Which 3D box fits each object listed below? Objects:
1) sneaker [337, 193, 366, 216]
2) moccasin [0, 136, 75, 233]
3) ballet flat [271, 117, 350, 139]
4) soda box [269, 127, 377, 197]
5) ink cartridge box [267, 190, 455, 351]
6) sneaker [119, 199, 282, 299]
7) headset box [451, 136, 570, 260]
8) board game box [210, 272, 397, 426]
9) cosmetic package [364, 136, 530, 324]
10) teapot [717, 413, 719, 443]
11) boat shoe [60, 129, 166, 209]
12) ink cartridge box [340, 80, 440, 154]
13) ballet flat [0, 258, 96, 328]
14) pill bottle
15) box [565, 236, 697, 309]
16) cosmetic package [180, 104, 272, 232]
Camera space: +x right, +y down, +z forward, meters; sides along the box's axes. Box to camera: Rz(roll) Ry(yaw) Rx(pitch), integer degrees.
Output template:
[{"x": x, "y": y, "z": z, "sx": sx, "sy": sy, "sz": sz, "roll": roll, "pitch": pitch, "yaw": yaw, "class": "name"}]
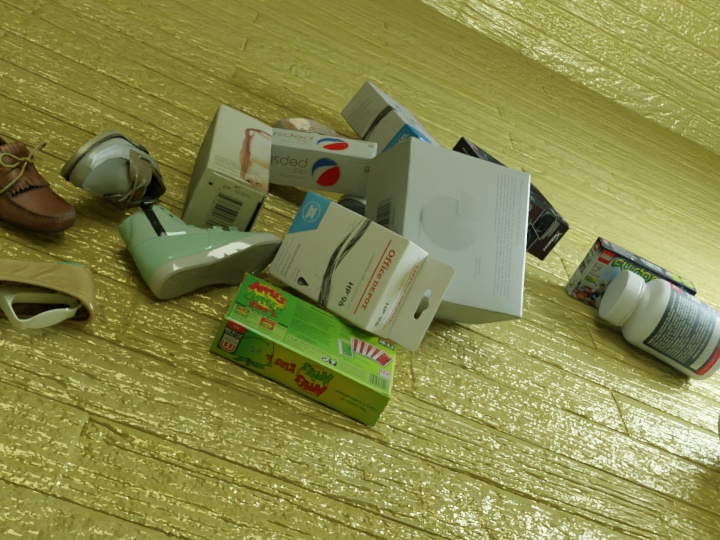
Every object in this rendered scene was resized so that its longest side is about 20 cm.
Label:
[{"x": 0.036, "y": -0.040, "z": 1.218, "sx": 0.197, "sy": 0.076, "sz": 0.085, "roll": 27, "pitch": 33, "yaw": 15, "class": "sneaker"}, {"x": -0.389, "y": -0.115, "z": 0.914, "sx": 0.201, "sy": 0.078, "sz": 0.073, "roll": 41, "pitch": 27, "yaw": 17, "class": "moccasin"}, {"x": -0.056, "y": -0.202, "z": 1.387, "sx": 0.197, "sy": 0.069, "sz": 0.068, "roll": 9, "pitch": 36, "yaw": -31, "class": "ballet flat"}, {"x": -0.076, "y": -0.164, "z": 1.245, "sx": 0.195, "sy": 0.065, "sz": 0.068, "roll": 8, "pitch": 29, "yaw": 2, "class": "soda box"}, {"x": 0.000, "y": 0.000, "z": 0.995, "sx": 0.198, "sy": 0.118, "sz": 0.068, "roll": 27, "pitch": 0, "yaw": 29, "class": "ink cartridge box"}, {"x": -0.187, "y": -0.042, "z": 0.986, "sx": 0.199, "sy": 0.074, "sz": 0.119, "roll": -14, "pitch": 56, "yaw": -49, "class": "sneaker"}, {"x": 0.221, "y": -0.121, "z": 1.340, "sx": 0.198, "sy": 0.078, "sz": 0.150, "roll": 29, "pitch": 21, "yaw": -28, "class": "headset box"}, {"x": -0.059, "y": 0.087, "z": 0.930, "sx": 0.197, "sy": 0.048, "sz": 0.102, "roll": 27, "pitch": 27, "yaw": -7, "class": "board game box"}, {"x": 0.113, "y": -0.045, "z": 1.120, "sx": 0.196, "sy": 0.204, "sz": 0.122, "roll": 12, "pitch": -13, "yaw": -25, "class": "cosmetic package"}, {"x": 0.615, "y": 0.263, "z": 1.173, "sx": 0.197, "sy": 0.199, "sz": 0.147, "roll": 12, "pitch": 58, "yaw": 33, "class": "teapot"}, {"x": -0.281, "y": -0.115, "z": 0.988, "sx": 0.068, "sy": 0.075, "sz": 0.200, "roll": 46, "pitch": 11, "yaw": -1, "class": "boat shoe"}, {"x": 0.072, "y": -0.235, "z": 1.507, "sx": 0.145, "sy": 0.085, "sz": 0.201, "roll": 25, "pitch": 23, "yaw": -47, "class": "ink cartridge box"}, {"x": -0.334, "y": 0.021, "z": 0.763, "sx": 0.197, "sy": 0.069, "sz": 0.064, "roll": 2, "pitch": 52, "yaw": -40, "class": "ballet flat"}, {"x": 0.507, "y": 0.085, "z": 1.388, "sx": 0.197, "sy": 0.121, "sz": 0.120, "roll": 29, "pitch": 28, "yaw": -2, "class": "pill bottle"}, {"x": 0.472, "y": 0.031, "z": 1.455, "sx": 0.197, "sy": 0.111, "sz": 0.035, "roll": 24, "pitch": 28, "yaw": -10, "class": "box"}, {"x": -0.176, "y": -0.126, "z": 1.112, "sx": 0.086, "sy": 0.104, "sz": 0.202, "roll": 21, "pitch": 30, "yaw": -17, "class": "cosmetic package"}]
